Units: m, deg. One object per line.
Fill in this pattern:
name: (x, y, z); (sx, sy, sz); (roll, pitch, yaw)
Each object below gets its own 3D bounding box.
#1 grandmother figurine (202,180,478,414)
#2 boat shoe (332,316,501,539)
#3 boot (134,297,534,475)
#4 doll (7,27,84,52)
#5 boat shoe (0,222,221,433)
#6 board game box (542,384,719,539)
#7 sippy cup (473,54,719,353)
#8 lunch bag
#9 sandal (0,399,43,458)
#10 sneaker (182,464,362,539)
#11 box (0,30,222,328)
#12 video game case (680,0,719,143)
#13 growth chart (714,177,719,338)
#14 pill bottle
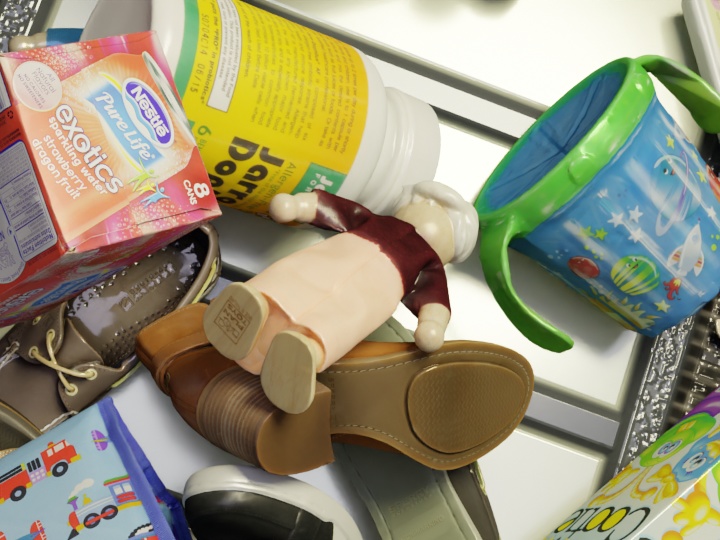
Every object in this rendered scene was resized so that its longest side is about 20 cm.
grandmother figurine: (0.000, 0.000, 0.826); (0.121, 0.061, 0.200); (49, 39, 8)
boat shoe: (0.033, 0.121, 0.915); (0.071, 0.061, 0.202); (-24, 67, 13)
boot: (-0.016, 0.053, 0.870); (0.199, 0.155, 0.074); (-1, 107, -34)
doll: (-0.160, -0.089, 0.927); (0.136, 0.048, 0.200); (42, 78, -1)
boat shoe: (-0.160, 0.041, 0.900); (0.200, 0.060, 0.072); (-42, 89, -12)
board game box: (0.199, 0.162, 0.907); (0.200, 0.103, 0.105); (-39, 96, -12)
sippy cup: (0.158, -0.035, 0.931); (0.130, 0.140, 0.178); (43, 103, -10)
lunch bag: (-0.147, 0.179, 0.755); (0.150, 0.200, 0.094); (-30, 125, -4)
sandal: (-0.196, 0.131, 0.857); (0.200, 0.055, 0.082); (40, 99, -19)
sneaker: (-0.030, 0.193, 0.824); (0.073, 0.200, 0.112); (-15, 48, 26)
box: (-0.172, -0.035, 0.788); (0.095, 0.200, 0.100); (-17, 85, -42)
video game case: (0.316, -0.098, 0.997); (0.181, 0.022, 0.201); (-11, 79, -12)
growth chart: (0.292, -0.023, 1.000); (0.144, 0.018, 0.201); (1, 81, -8)
pill bottle: (-0.056, -0.088, 0.884); (0.199, 0.113, 0.113); (17, 77, -33)
